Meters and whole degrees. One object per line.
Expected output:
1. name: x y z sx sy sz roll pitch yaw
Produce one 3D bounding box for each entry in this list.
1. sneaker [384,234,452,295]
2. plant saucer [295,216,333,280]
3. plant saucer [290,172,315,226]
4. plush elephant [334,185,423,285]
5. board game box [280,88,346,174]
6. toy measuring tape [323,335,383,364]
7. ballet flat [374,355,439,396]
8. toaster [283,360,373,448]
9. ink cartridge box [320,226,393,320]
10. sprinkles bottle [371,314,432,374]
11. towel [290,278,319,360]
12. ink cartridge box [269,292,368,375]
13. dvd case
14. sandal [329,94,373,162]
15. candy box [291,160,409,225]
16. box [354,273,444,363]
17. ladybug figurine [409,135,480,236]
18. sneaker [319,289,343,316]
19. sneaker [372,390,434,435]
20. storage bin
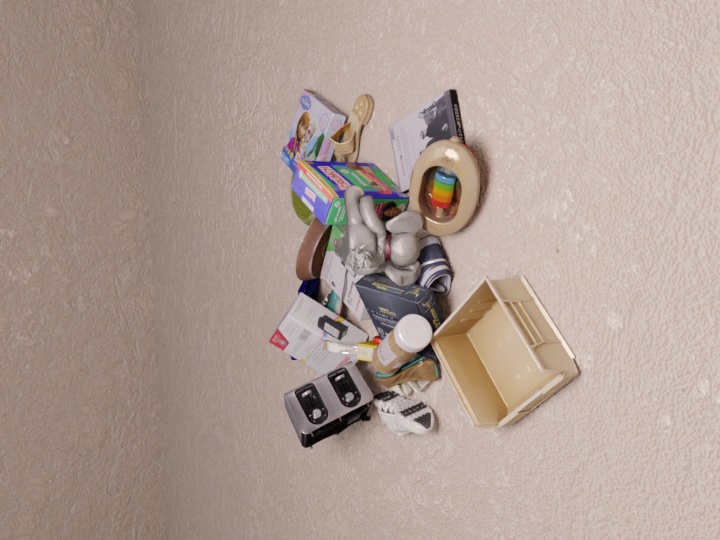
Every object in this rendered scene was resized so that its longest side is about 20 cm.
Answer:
1. sneaker: 0.114 0.029 1.271 0.200 0.070 0.109 -53 49 42
2. plant saucer: -0.090 -0.061 1.493 0.034 0.200 0.201 24 119 17
3. plant saucer: -0.143 -0.217 1.670 0.200 0.031 0.201 12 105 55
4. plush elephant: 0.046 -0.057 1.193 0.200 0.154 0.165 -110 26 -59
5. board game box: -0.127 -0.338 1.580 0.200 0.041 0.200 49 124 48
6. toy measuring tape: 0.014 0.179 1.411 0.199 0.074 0.074 5 100 26
7. ballet flat: 0.104 0.232 1.334 0.200 0.068 0.072 -31 88 50
8. toaster: -0.073 0.315 1.426 0.119 0.180 0.200 60 164 22
9. ink cartridge box: 0.000 0.000 1.428 0.200 0.084 0.146 46 130 44
10. sprinkles bottle: 0.078 0.149 1.218 0.200 0.068 0.068 122 134 -63
11. towel: -0.155 0.124 1.652 0.148 0.049 0.201 -67 -12 -69
12. ink cartridge box: -0.103 0.167 1.510 0.146 0.200 0.083 -51 9 46
13. dvd case: 0.133 -0.255 1.246 0.200 0.025 0.151 -17 80 57
14. sandal: -0.039 -0.321 1.459 0.078 0.069 0.212 57 138 36
15. candy box: -0.023 -0.169 1.336 0.169 0.200 0.077 49 133 41
16. box: 0.089 0.093 1.262 0.200 0.051 0.158 15 137 50
17. ladybug figurine: 0.162 -0.159 1.146 0.136 0.072 0.200 27 131 18
18. sneaker: -0.090 0.111 1.567 0.071 0.080 0.200 -69 -4 -60
19. sneaker: 0.098 0.324 1.343 0.200 0.075 0.081 10 111 64
20. storage bin: 0.242 0.145 1.068 0.200 0.094 0.199 -57 49 43
